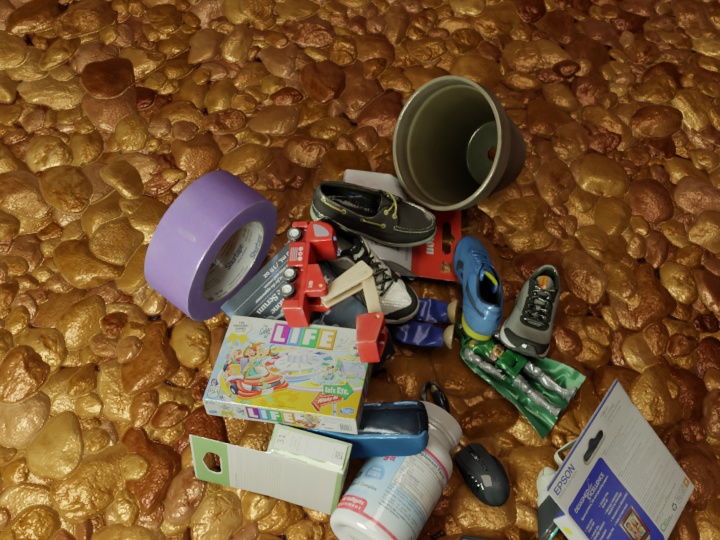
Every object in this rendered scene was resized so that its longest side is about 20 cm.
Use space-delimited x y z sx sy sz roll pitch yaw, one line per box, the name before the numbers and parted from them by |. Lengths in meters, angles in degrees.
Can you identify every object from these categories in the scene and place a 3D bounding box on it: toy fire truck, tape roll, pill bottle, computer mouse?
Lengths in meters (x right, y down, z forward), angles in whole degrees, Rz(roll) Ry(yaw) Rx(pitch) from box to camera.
toy fire truck | -0.032 0.021 1.165 0.137 0.049 0.204 -2 54 9
tape roll | -0.210 -0.035 1.279 0.084 0.202 0.201 33 60 14
pill bottle | 0.053 0.274 1.168 0.107 0.110 0.201 29 58 12
computer mouse | 0.143 0.236 1.247 0.058 0.034 0.201 -25 63 -20

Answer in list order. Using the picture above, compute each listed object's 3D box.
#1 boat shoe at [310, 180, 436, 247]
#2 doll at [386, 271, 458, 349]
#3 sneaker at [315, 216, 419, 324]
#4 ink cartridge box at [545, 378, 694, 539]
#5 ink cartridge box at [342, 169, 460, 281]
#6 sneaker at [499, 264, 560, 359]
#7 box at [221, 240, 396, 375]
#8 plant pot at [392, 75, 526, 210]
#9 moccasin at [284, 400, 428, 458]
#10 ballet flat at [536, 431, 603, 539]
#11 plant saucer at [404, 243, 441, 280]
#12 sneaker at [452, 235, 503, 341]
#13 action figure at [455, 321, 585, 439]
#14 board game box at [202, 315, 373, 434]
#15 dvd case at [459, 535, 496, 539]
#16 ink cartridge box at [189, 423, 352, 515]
boat shoe | 0.023 -0.088 1.349 0.196 0.061 0.073 10 57 -5
doll | 0.045 0.062 1.332 0.195 0.049 0.139 7 63 10
sneaker | 0.000 0.000 1.286 0.198 0.088 0.076 35 68 11
ink cartridge box | 0.335 0.285 1.176 0.201 0.047 0.198 50 60 -10
ink cartridge box | 0.063 -0.072 1.406 0.195 0.058 0.166 4 57 2
sneaker | 0.253 0.057 1.308 0.072 0.081 0.201 18 32 8
box | -0.071 0.084 1.255 0.148 0.107 0.200 -43 70 -10
plant pot | 0.176 -0.192 1.427 0.172 0.201 0.201 2 46 -53
moccasin | -0.008 0.197 1.146 0.195 0.081 0.069 3 52 9
ballet flat | 0.281 0.282 1.215 0.073 0.074 0.199 39 58 18
plant saucer | 0.041 -0.067 1.438 0.069 0.019 0.200 -33 66 -23
sneaker | 0.183 0.008 1.335 0.064 0.079 0.203 12 42 -11
action figure | 0.218 0.138 1.310 0.198 0.055 0.118 34 63 20
board game box | -0.087 0.129 1.139 0.195 0.035 0.136 5 48 11
dvd case | 0.219 0.425 1.145 0.195 0.018 0.145 9 57 0
ink cartridge box | -0.114 0.245 1.145 0.195 0.147 0.049 16 55 4
